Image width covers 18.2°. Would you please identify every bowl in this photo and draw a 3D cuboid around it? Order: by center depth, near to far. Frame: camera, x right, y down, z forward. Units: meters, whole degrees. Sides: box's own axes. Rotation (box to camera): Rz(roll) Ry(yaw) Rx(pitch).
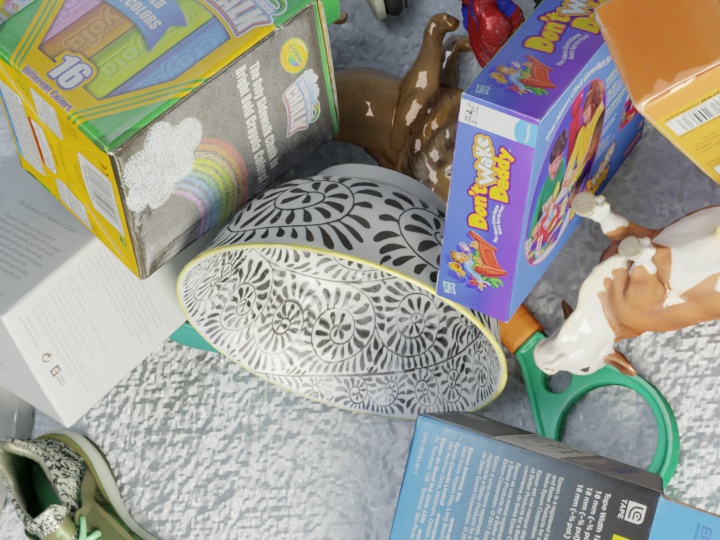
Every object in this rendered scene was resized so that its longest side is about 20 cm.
[{"bbox_3d":[0.000,0.000,1.321,0.200,0.201,0.095,2,58,28],"label":"bowl"}]

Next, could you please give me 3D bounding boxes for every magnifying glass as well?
[{"bbox_3d":[0.112,0.058,1.331,0.080,0.022,0.200,-45,61,12],"label":"magnifying glass"}]

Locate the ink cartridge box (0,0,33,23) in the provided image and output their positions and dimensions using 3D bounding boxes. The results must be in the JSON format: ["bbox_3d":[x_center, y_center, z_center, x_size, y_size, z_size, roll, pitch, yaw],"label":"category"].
[{"bbox_3d":[-0.169,-0.183,1.467,0.199,0.146,0.083,17,86,30],"label":"ink cartridge box"}]

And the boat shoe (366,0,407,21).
[{"bbox_3d":[0.018,-0.259,1.433,0.067,0.072,0.201,-4,80,0],"label":"boat shoe"}]

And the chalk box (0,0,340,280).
[{"bbox_3d":[-0.096,-0.119,1.298,0.200,0.125,0.124,-39,59,-21],"label":"chalk box"}]

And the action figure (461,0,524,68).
[{"bbox_3d":[0.056,-0.185,1.345,0.052,0.065,0.201,-30,75,-11],"label":"action figure"}]

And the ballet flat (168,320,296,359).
[{"bbox_3d":[-0.123,0.015,1.442,0.199,0.067,0.063,7,75,29],"label":"ballet flat"}]

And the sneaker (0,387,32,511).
[{"bbox_3d":[-0.283,0.121,1.473,0.073,0.115,0.201,3,78,30],"label":"sneaker"}]

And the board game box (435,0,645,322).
[{"bbox_3d":[0.110,-0.084,1.238,0.045,0.200,0.135,21,131,18],"label":"board game box"}]

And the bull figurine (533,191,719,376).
[{"bbox_3d":[0.181,-0.003,1.250,0.199,0.122,0.065,-19,58,9],"label":"bull figurine"}]

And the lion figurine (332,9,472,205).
[{"bbox_3d":[0.000,-0.103,1.385,0.199,0.072,0.123,13,79,15],"label":"lion figurine"}]

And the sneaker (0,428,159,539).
[{"bbox_3d":[-0.174,0.177,1.416,0.077,0.089,0.200,-49,61,9],"label":"sneaker"}]

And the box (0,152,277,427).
[{"bbox_3d":[-0.162,-0.020,1.389,0.200,0.098,0.124,-43,42,-22],"label":"box"}]

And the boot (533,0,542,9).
[{"bbox_3d":[0.179,-0.193,1.293,0.130,0.068,0.201,26,122,25],"label":"boot"}]

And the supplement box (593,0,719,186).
[{"bbox_3d":[0.195,-0.098,1.221,0.069,0.200,0.067,-27,66,15],"label":"supplement box"}]

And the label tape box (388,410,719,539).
[{"bbox_3d":[0.111,0.176,1.267,0.199,0.063,0.145,17,96,31],"label":"label tape box"}]
